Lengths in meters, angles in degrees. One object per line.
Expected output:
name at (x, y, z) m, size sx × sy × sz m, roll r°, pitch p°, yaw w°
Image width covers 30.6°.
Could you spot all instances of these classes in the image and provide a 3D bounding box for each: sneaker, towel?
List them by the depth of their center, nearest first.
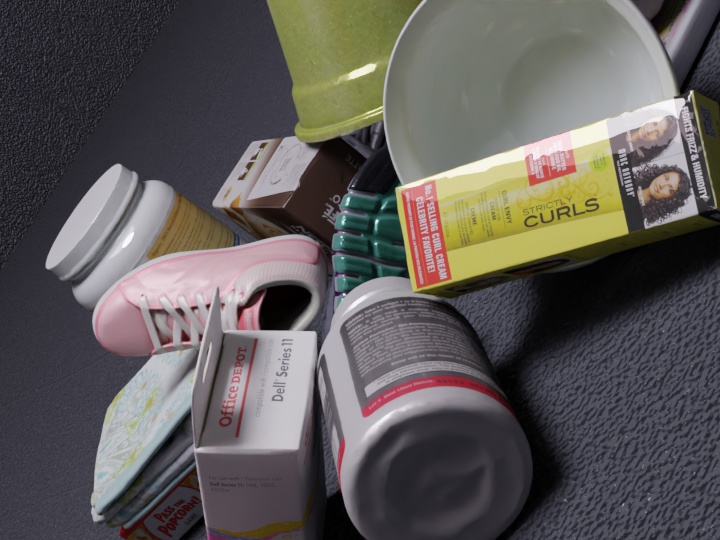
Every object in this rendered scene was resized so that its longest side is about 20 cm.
sneaker at (0.000, 0.000, 1.027) m, size 0.088 × 0.074 × 0.200 m, roll 161°, pitch 125°, yaw -71°
sneaker at (-0.119, 0.031, 1.044) m, size 0.200 × 0.075 × 0.105 m, roll -16°, pitch 23°, yaw -1°
towel at (-0.158, 0.110, 1.136) m, size 0.200 × 0.048 × 0.171 m, roll -44°, pitch 24°, yaw 22°

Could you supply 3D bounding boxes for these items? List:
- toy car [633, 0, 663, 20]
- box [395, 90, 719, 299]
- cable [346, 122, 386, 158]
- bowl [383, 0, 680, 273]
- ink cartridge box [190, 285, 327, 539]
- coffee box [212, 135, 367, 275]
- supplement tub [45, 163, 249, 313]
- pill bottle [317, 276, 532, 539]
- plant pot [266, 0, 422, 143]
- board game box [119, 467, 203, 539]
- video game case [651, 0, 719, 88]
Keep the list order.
toy car at (0.131, -0.220, 0.986) m, size 0.200 × 0.175 × 0.150 m, roll -79°, pitch -1°, yaw -48°
box at (0.120, -0.041, 0.790) m, size 0.200 × 0.050 × 0.075 m, roll -15°, pitch 77°, yaw 33°
cable at (0.036, -0.141, 1.242) m, size 0.163 × 0.051 × 0.200 m, roll -39°, pitch 26°, yaw 35°
bowl at (0.122, -0.106, 0.861) m, size 0.201 × 0.201 × 0.090 m, roll -40°, pitch -5°, yaw 33°
ink cartridge box at (-0.062, 0.119, 0.862) m, size 0.117 × 0.067 × 0.200 m, roll -84°, pitch -7°, yaw -52°
coffee box at (-0.043, -0.058, 1.191) m, size 0.080 × 0.114 × 0.200 m, roll -57°, pitch 20°, yaw -11°
supplement tub at (-0.188, 0.003, 1.285) m, size 0.145 × 0.200 × 0.145 m, roll -44°, pitch 23°, yaw 24°
pill bottle at (0.031, 0.080, 0.821) m, size 0.111 × 0.111 × 0.200 m, roll -49°, pitch 22°, yaw 13°
plant pot at (-0.001, -0.233, 1.087) m, size 0.200 × 0.184 × 0.200 m, roll -23°, pitch 17°, yaw 7°
board game box at (-0.128, 0.136, 1.164) m, size 0.200 × 0.046 × 0.152 m, roll -45°, pitch 23°, yaw 20°
video game case at (0.199, -0.175, 0.987) m, size 0.200 × 0.024 × 0.182 m, roll -60°, pitch 22°, yaw -18°
